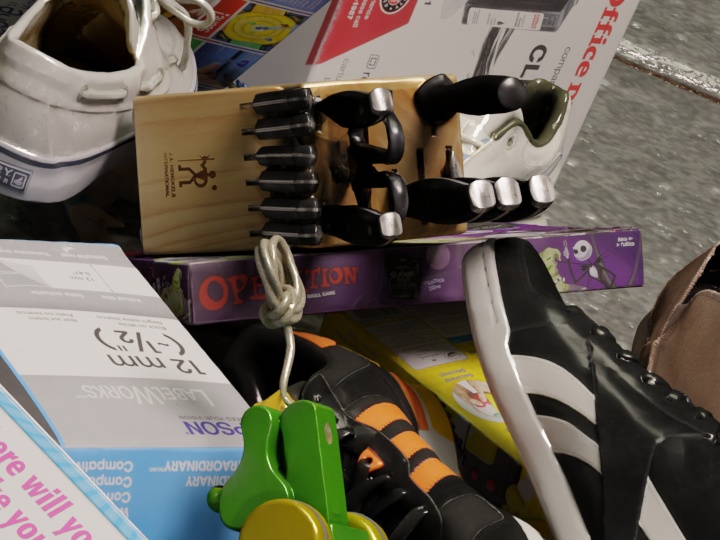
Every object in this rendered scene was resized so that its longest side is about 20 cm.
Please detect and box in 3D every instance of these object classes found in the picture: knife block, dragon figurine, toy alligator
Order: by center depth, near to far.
[{"bbox_3d":[-0.027,0.089,0.909,0.059,0.054,0.201,24,49,-63],"label":"toy alligator"},{"bbox_3d":[0.008,-0.044,1.083,0.175,0.064,0.200,-2,4,20],"label":"knife block"},{"bbox_3d":[-0.108,-0.055,1.212,0.199,0.059,0.099,7,28,-34],"label":"dragon figurine"}]

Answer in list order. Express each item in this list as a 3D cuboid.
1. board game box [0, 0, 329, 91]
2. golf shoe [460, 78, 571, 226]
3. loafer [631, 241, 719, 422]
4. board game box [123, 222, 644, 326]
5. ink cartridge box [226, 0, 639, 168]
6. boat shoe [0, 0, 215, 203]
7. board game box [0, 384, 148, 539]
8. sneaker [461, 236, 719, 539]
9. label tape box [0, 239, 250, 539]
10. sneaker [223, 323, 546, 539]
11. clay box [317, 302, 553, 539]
[{"bbox_3d":[-0.104,-0.125,1.236,0.135,0.035,0.200,13,-20,-22],"label":"board game box"},{"bbox_3d":[0.031,-0.046,1.277,0.078,0.097,0.200,34,27,21],"label":"golf shoe"},{"bbox_3d":[0.140,0.041,1.093,0.073,0.071,0.200,21,25,-6],"label":"loafer"},{"bbox_3d":[0.000,0.000,1.118,0.199,0.032,0.120,-5,0,-26],"label":"board game box"},{"bbox_3d":[0.032,-0.120,1.374,0.200,0.145,0.084,0,34,-42],"label":"ink cartridge box"},{"bbox_3d":[-0.105,-0.096,1.114,0.074,0.086,0.202,27,21,8],"label":"boat shoe"},{"bbox_3d":[-0.125,0.109,0.792,0.134,0.034,0.200,-30,50,-23],"label":"board game box"},{"bbox_3d":[0.115,0.057,0.988,0.073,0.112,0.200,50,18,-57],"label":"sneaker"},{"bbox_3d":[-0.107,0.064,0.949,0.143,0.066,0.200,3,28,-38],"label":"label tape box"},{"bbox_3d":[0.000,0.082,0.978,0.090,0.070,0.200,31,12,-25],"label":"sneaker"},{"bbox_3d":[0.082,0.080,1.110,0.115,0.048,0.200,-6,38,-47],"label":"clay box"}]
